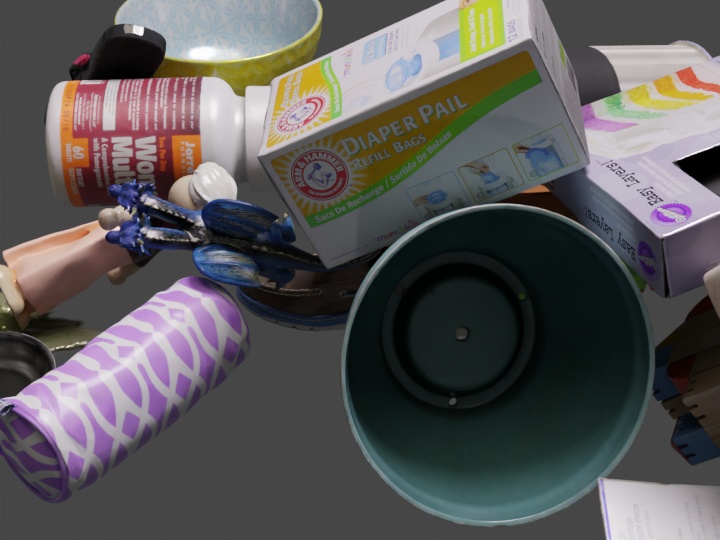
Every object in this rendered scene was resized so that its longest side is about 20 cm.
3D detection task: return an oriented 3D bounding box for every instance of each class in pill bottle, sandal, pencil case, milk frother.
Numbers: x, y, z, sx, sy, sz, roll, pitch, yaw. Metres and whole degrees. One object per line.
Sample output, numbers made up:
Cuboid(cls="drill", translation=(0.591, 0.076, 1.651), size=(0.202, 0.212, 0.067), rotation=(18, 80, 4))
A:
Cuboid(cls="pill bottle", translation=(-0.166, -0.112, 1.173), size=(0.198, 0.110, 0.110), rotation=(-2, 35, 0))
Cuboid(cls="sandal", translation=(-0.229, -0.175, 1.219), size=(0.074, 0.200, 0.046), rotation=(12, 61, -29))
Cuboid(cls="pencil case", translation=(-0.165, 0.079, 0.932), size=(0.085, 0.085, 0.199), rotation=(2, 27, 44))
Cuboid(cls="milk frother", translation=(0.199, -0.191, 1.181), size=(0.186, 0.202, 0.180), rotation=(-5, 24, -26))

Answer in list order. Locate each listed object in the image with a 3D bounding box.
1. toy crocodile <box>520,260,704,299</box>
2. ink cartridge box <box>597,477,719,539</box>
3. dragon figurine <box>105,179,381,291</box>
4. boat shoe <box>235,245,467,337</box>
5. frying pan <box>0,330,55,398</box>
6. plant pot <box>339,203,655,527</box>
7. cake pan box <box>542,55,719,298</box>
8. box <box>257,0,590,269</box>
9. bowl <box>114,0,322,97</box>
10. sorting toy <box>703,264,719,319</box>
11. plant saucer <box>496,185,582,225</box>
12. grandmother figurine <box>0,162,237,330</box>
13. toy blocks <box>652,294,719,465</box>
Cuboid(cls="toy crocodile", translation=(0.214, -0.007, 1.068), size=(0.198, 0.062, 0.068), rotation=(-5, 34, -13))
Cuboid(cls="ink cartridge box", translation=(0.241, 0.204, 0.772), size=(0.198, 0.044, 0.199), rotation=(3, 35, 1))
Cuboid(cls="dragon figurine", translation=(-0.087, -0.019, 0.973), size=(0.198, 0.060, 0.099), rotation=(13, 1, 13))
Cuboid(cls="boat shoe", translation=(0.000, 0.000, 1.042), size=(0.198, 0.073, 0.073), rotation=(3, 35, 5))
Cuboid(cls="frying pan", translation=(-0.310, 0.091, 0.957), size=(0.188, 0.031, 0.115), rotation=(-10, 36, -7))
Cuboid(cls="plant pot", translation=(0.078, 0.050, 0.891), size=(0.198, 0.203, 0.134), rotation=(-5, 9, -7))
Cuboid(cls="cake pan box", translation=(0.233, -0.070, 0.886), size=(0.183, 0.053, 0.200), rotation=(-22, 32, -8))
Cuboid(cls="box", translation=(0.042, -0.102, 0.909), size=(0.198, 0.102, 0.113), rotation=(-21, 32, 18))
Cuboid(cls="bowl", translation=(-0.133, -0.198, 1.295), size=(0.198, 0.109, 0.201), rotation=(0, 35, 0))
Cuboid(cls="sorting toy", translation=(0.324, 0.068, 0.792), size=(0.199, 0.070, 0.200), rotation=(-6, 67, -40))
Cuboid(cls="plant saucer", translation=(0.135, -0.054, 1.026), size=(0.198, 0.038, 0.200), rotation=(-3, 12, 1))
Cuboid(cls="grandmother figurine", translation=(-0.185, -0.026, 1.044), size=(0.199, 0.121, 0.061), rotation=(-28, 85, -15))
Cuboid(cls="toy blocks", translation=(0.256, 0.057, 0.918), size=(0.136, 0.100, 0.200), rotation=(-30, 17, 41))
